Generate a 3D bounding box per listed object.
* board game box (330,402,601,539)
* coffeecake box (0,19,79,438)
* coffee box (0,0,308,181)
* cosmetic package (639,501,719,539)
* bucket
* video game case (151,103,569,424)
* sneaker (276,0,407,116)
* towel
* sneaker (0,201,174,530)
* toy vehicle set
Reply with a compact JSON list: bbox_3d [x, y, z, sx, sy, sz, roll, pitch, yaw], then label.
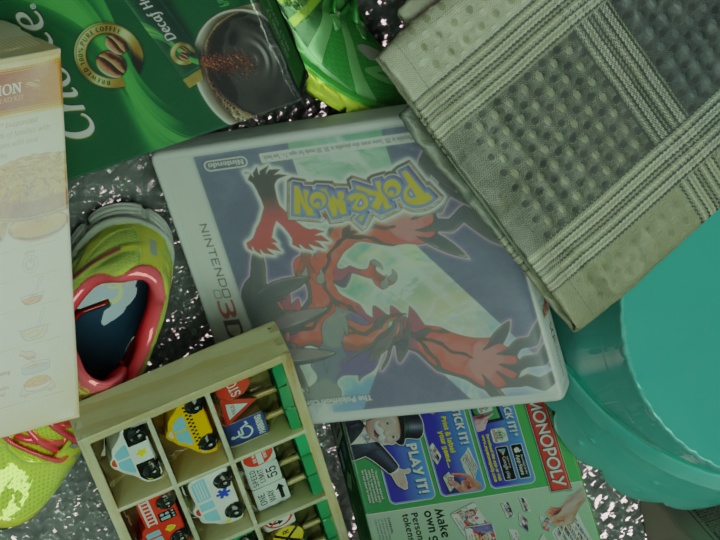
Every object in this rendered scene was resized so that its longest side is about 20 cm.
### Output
[{"bbox_3d":[0.068,0.152,1.396,0.133,0.201,0.029,-6,149,-14],"label":"board game box"},{"bbox_3d":[-0.227,-0.011,1.229,0.153,0.073,0.202,-14,114,-32],"label":"coffeecake box"},{"bbox_3d":[-0.140,-0.116,1.287,0.198,0.044,0.124,-16,114,15],"label":"coffee box"},{"bbox_3d":[0.246,0.175,1.436,0.103,0.200,0.074,-16,111,-8],"label":"cosmetic package"},{"bbox_3d":[0.208,0.036,1.377,0.205,0.135,0.209,2,83,-12],"label":"bucket"},{"bbox_3d":[0.000,0.000,1.351,0.198,0.023,0.183,-7,116,22],"label":"video game case"},{"bbox_3d":[-0.031,-0.155,1.323,0.084,0.074,0.200,-43,112,7],"label":"sneaker"},{"bbox_3d":[0.125,-0.100,1.276,0.200,0.035,0.193,-41,108,-11],"label":"towel"},{"bbox_3d":[-0.164,0.060,1.350,0.078,0.090,0.201,23,102,-21],"label":"sneaker"},{"bbox_3d":[-0.081,0.122,1.380,0.123,0.027,0.201,-23,139,-6],"label":"toy vehicle set"}]
